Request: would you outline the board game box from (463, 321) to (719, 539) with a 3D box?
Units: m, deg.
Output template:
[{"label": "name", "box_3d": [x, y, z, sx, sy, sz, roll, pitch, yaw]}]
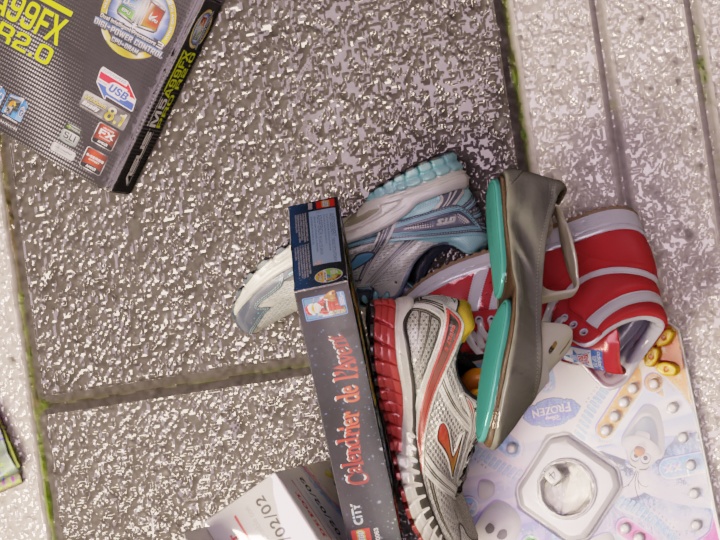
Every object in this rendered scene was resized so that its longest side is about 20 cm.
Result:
[{"label": "board game box", "box_3d": [0.144, 0.153, 1.674, 0.198, 0.026, 0.202, -12, 86, 15]}]

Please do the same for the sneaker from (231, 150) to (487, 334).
[{"label": "sneaker", "box_3d": [0.000, 0.000, 1.692, 0.199, 0.078, 0.087, -32, 84, 13]}]

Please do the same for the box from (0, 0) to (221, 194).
[{"label": "box", "box_3d": [-0.225, -0.172, 1.772, 0.199, 0.044, 0.161, 29, 97, 14]}]

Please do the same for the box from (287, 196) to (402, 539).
[{"label": "box", "box_3d": [-0.011, 0.070, 1.620, 0.037, 0.137, 0.201, -11, 115, 1]}]

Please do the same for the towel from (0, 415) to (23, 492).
[{"label": "towel", "box_3d": [-0.352, 0.093, 1.798, 0.143, 0.023, 0.201, -23, 83, -1]}]

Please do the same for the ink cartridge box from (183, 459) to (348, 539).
[{"label": "ink cartridge box", "box_3d": [-0.036, 0.198, 1.632, 0.068, 0.200, 0.116, -36, 81, 13]}]

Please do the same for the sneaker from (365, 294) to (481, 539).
[{"label": "sneaker", "box_3d": [0.058, 0.109, 1.620, 0.081, 0.078, 0.201, -10, 118, 2]}]

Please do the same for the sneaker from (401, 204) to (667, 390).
[{"label": "sneaker", "box_3d": [0.114, 0.042, 1.640, 0.199, 0.071, 0.113, -25, 54, 10]}]

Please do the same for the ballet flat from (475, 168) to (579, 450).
[{"label": "ballet flat", "box_3d": [0.113, 0.024, 1.572, 0.063, 0.067, 0.201, 8, 63, -7]}]
